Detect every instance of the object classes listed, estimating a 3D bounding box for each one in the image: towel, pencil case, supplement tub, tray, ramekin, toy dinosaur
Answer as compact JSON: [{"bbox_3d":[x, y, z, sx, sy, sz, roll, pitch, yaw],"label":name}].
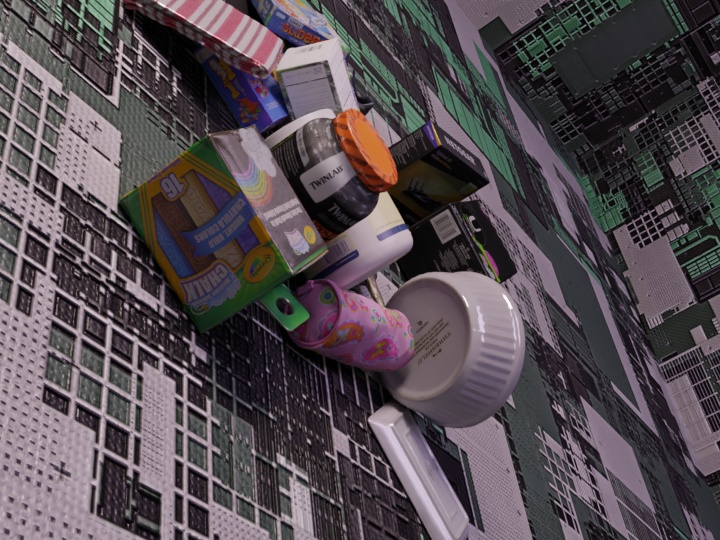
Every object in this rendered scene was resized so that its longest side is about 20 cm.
[{"bbox_3d":[-0.192,-0.313,1.261,0.198,0.030,0.147,30,27,-10],"label":"towel"},{"bbox_3d":[-0.009,0.068,1.189,0.199,0.087,0.088,24,40,-57],"label":"pencil case"},{"bbox_3d":[-0.039,-0.082,1.240,0.202,0.144,0.145,61,21,4],"label":"supplement tub"},{"bbox_3d":[0.080,0.255,1.237,0.202,0.022,0.107,61,20,3],"label":"tray"},{"bbox_3d":[-0.065,-0.086,1.106,0.123,0.199,0.123,46,25,-29],"label":"supplement tub"},{"bbox_3d":[0.105,0.094,1.276,0.094,0.202,0.205,18,44,-46],"label":"ramekin"},{"bbox_3d":[0.000,0.000,1.364,0.088,0.047,0.203,37,33,-58],"label":"toy dinosaur"}]

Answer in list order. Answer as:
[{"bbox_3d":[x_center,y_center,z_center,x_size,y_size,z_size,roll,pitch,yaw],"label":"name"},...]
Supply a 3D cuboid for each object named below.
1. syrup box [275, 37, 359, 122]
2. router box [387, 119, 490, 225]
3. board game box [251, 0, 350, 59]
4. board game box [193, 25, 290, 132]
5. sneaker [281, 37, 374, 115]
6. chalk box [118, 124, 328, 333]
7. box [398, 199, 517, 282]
[{"bbox_3d":[-0.046,-0.209,1.389,0.082,0.077,0.202,-73,150,-55],"label":"syrup box"},{"bbox_3d":[0.104,-0.154,1.648,0.199,0.156,0.053,23,40,-56],"label":"router box"},{"bbox_3d":[-0.099,-0.385,1.535,0.134,0.035,0.201,25,20,-28],"label":"board game box"},{"bbox_3d":[-0.142,-0.266,1.387,0.135,0.044,0.200,57,21,-6],"label":"board game box"},{"bbox_3d":[-0.054,-0.314,1.601,0.200,0.080,0.074,46,24,-30],"label":"sneaker"},{"bbox_3d":[-0.123,-0.026,1.006,0.202,0.123,0.124,60,20,-2],"label":"chalk box"},{"bbox_3d":[0.156,-0.022,1.636,0.150,0.123,0.200,63,20,5],"label":"box"}]
